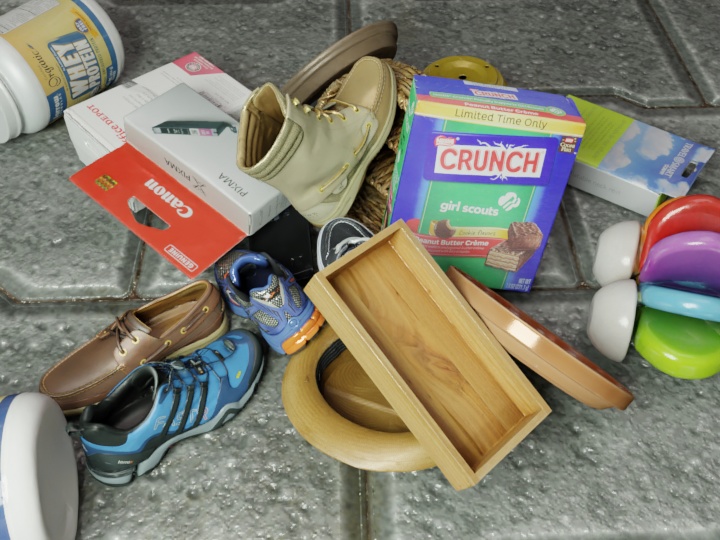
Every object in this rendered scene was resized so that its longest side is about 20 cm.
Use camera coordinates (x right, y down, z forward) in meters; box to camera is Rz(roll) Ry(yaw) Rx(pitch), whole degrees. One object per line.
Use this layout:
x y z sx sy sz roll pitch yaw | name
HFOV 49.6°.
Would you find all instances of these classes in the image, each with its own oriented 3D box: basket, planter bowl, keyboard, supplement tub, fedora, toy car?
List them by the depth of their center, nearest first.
-0.340 0.181 0.615 0.199 0.145 0.145 -8 47 -8 | supplement tub
0.028 0.119 0.714 0.200 0.082 0.201 -5 41 5 | fedora
0.326 0.007 0.770 0.175 0.150 0.200 12 48 10 | toy car
-0.072 -0.076 0.900 0.127 0.021 0.200 -18 57 14 | keyboard
0.027 -0.146 0.916 0.149 0.143 0.200 -32 57 -25 | basket
0.133 -0.226 1.034 0.200 0.084 0.201 0 47 0 | planter bowl
-0.433 -0.274 1.038 0.144 0.145 0.200 26 53 22 | supplement tub

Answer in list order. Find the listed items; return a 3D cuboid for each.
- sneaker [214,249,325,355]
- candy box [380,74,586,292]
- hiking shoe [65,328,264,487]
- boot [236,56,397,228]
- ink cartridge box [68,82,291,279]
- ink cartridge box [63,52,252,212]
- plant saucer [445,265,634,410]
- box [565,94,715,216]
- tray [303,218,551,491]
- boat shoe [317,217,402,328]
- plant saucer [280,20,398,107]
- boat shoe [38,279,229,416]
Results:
-0.102 0.010 0.782 0.075 0.079 0.200 -41 31 -14 | sneaker
0.117 -0.085 0.799 0.169 0.200 0.077 6 32 -7 | candy box
-0.166 0.112 0.717 0.074 0.087 0.200 32 55 27 | hiking shoe
-0.044 -0.162 0.812 0.073 0.155 0.200 19 82 37 | boot
-0.191 -0.106 0.859 0.200 0.044 0.174 37 55 16 | ink cartridge box
-0.248 -0.180 0.992 0.200 0.085 0.146 -33 55 -29 | ink cartridge box
0.156 0.065 0.713 0.200 0.200 0.032 38 97 30 | plant saucer
0.322 -0.143 0.980 0.200 0.048 0.122 28 54 23 | box
0.054 0.065 0.631 0.099 0.037 0.200 -34 83 -31 | tray
0.000 0.000 0.736 0.072 0.068 0.200 -13 41 -5 | boat shoe
-0.030 -0.244 0.999 0.200 0.200 0.030 -34 89 -27 | plant saucer
-0.225 0.069 0.771 0.200 0.068 0.072 -29 53 -24 | boat shoe
